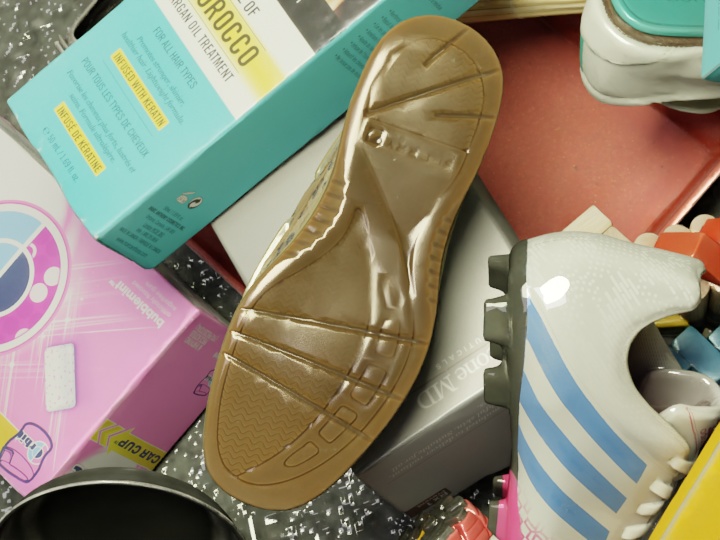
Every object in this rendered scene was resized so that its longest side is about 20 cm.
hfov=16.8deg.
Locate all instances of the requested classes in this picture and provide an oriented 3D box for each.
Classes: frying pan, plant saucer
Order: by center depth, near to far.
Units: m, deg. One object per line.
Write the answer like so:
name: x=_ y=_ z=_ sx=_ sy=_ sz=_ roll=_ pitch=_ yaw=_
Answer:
plant saucer: x=0.042 y=-0.038 z=1.080 sx=0.200 sy=0.037 sz=0.200 roll=41 pitch=92 yaw=27
frying pan: x=-0.116 y=0.145 z=1.081 sx=0.115 sy=0.190 sz=0.031 roll=15 pitch=46 yaw=-15

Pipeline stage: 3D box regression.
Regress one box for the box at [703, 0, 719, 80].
box: x=0.235 y=-0.104 z=0.945 sx=0.200 sy=0.049 sz=0.082 roll=8 pitch=77 yaw=-12

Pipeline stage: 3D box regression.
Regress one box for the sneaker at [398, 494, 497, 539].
sneaker: x=0.009 y=0.191 z=0.997 sx=0.082 sy=0.078 sz=0.200 roll=36 pitch=108 yaw=-6

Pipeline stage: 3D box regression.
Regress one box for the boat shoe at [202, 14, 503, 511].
boat shoe: x=0.000 y=0.000 z=0.946 sx=0.073 sy=0.063 sz=0.200 roll=27 pitch=85 yaw=-1

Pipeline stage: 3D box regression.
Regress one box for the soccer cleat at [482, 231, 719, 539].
soccer cleat: x=0.089 y=0.076 z=0.892 sx=0.086 sy=0.200 sz=0.070 roll=2 pitch=35 yaw=7

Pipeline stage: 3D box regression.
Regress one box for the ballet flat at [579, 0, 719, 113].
ballet flat: x=0.180 y=-0.093 z=1.005 sx=0.200 sy=0.069 sz=0.069 roll=0 pitch=70 yaw=-16

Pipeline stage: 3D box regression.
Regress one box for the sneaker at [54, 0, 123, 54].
sneaker: x=-0.056 y=-0.146 z=1.128 sx=0.200 sy=0.082 sz=0.075 roll=-47 pitch=63 yaw=3

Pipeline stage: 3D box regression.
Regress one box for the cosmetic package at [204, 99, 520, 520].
cosmetic package: x=0.007 y=-0.009 z=1.018 sx=0.107 sy=0.090 sz=0.200 roll=-35 pitch=61 yaw=5

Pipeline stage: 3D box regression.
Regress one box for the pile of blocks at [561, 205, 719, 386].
pile of blocks: x=0.154 y=0.009 z=0.903 sx=0.200 sy=0.062 sz=0.082 roll=-8 pitch=68 yaw=3

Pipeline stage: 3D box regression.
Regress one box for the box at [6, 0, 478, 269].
box: x=-0.040 y=-0.096 z=0.988 sx=0.200 sy=0.049 sz=0.082 roll=-40 pitch=63 yaw=9

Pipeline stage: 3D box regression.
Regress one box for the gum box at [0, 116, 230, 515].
gum box: x=-0.161 y=0.012 z=1.132 sx=0.200 sy=0.066 sz=0.114 roll=41 pitch=91 yaw=28

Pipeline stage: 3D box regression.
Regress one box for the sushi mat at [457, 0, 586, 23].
sushi mat: x=0.023 y=-0.147 z=1.042 sx=0.200 sy=0.012 sz=0.096 roll=-1 pitch=117 yaw=36

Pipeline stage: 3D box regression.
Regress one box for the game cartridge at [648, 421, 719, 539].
game cartridge: x=0.173 y=0.151 z=0.883 sx=0.176 sy=0.032 sz=0.200 roll=27 pitch=120 yaw=-2
